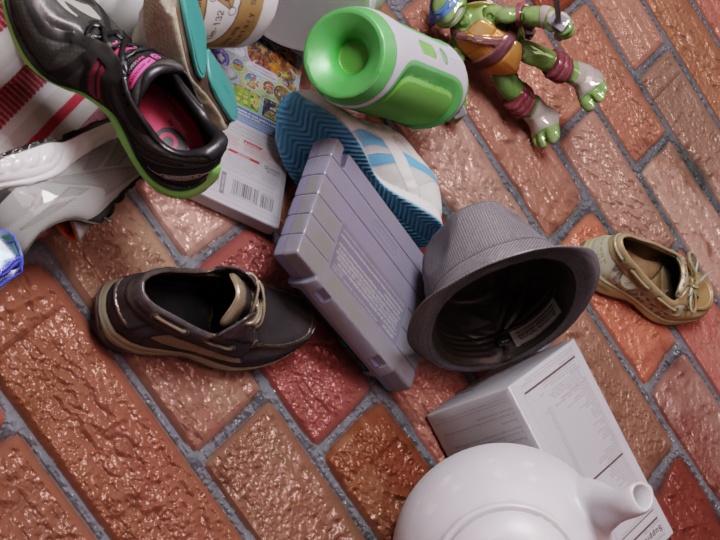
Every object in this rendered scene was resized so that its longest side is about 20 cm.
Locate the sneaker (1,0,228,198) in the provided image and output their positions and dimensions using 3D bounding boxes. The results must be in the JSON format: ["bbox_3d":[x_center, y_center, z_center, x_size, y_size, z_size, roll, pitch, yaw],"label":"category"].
[{"bbox_3d":[-0.165,-0.142,0.963,0.200,0.084,0.077,44,55,-10],"label":"sneaker"}]

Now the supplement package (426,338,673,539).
[{"bbox_3d":[0.170,0.184,1.228,0.114,0.109,0.201,-28,91,-44],"label":"supplement package"}]

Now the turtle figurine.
[{"bbox_3d":[0.154,-0.190,1.350,0.194,0.200,0.144,30,90,-33],"label":"turtle figurine"}]

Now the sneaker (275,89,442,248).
[{"bbox_3d":[-0.003,-0.099,1.220,0.200,0.076,0.081,40,35,-36],"label":"sneaker"}]

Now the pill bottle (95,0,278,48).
[{"bbox_3d":[-0.172,-0.231,1.079,0.199,0.114,0.115,-10,79,-40],"label":"pill bottle"}]

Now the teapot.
[{"bbox_3d":[0.111,0.238,1.086,0.197,0.146,0.201,11,94,3],"label":"teapot"}]

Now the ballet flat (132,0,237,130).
[{"bbox_3d":[-0.142,-0.159,1.038,0.200,0.062,0.068,74,10,-64],"label":"ballet flat"}]

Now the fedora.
[{"bbox_3d":[0.113,0.004,1.190,0.200,0.176,0.091,68,1,-59],"label":"fedora"}]

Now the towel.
[{"bbox_3d":[-0.275,-0.137,1.038,0.200,0.023,0.144,46,49,-16],"label":"towel"}]

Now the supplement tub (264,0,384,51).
[{"bbox_3d":[-0.030,-0.309,1.224,0.145,0.145,0.201,35,48,-25],"label":"supplement tub"}]

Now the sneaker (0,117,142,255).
[{"bbox_3d":[-0.199,-0.070,1.020,0.200,0.074,0.080,-27,100,-36],"label":"sneaker"}]

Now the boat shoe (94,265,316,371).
[{"bbox_3d":[-0.108,0.036,1.073,0.199,0.073,0.075,2,71,-41],"label":"boat shoe"}]

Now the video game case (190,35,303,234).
[{"bbox_3d":[-0.119,-0.146,1.178,0.143,0.018,0.201,24,58,-31],"label":"video game case"}]

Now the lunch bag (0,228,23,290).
[{"bbox_3d":[-0.327,0.025,0.825,0.200,0.170,0.128,-9,79,-44],"label":"lunch bag"}]

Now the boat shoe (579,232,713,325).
[{"bbox_3d":[0.318,0.009,1.459,0.199,0.063,0.074,15,63,-37],"label":"boat shoe"}]

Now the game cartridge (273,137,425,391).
[{"bbox_3d":[0.000,0.000,1.172,0.200,0.038,0.130,52,48,-39],"label":"game cartridge"}]

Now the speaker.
[{"bbox_3d":[0.026,-0.171,1.176,0.200,0.088,0.089,2,69,-66],"label":"speaker"}]
